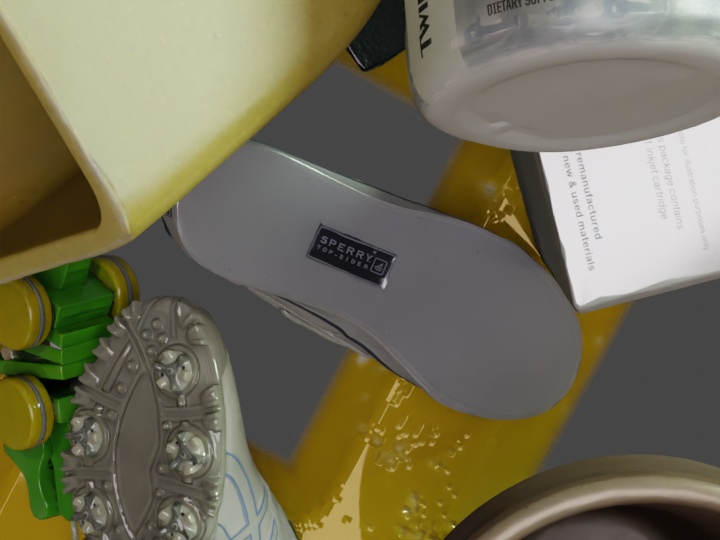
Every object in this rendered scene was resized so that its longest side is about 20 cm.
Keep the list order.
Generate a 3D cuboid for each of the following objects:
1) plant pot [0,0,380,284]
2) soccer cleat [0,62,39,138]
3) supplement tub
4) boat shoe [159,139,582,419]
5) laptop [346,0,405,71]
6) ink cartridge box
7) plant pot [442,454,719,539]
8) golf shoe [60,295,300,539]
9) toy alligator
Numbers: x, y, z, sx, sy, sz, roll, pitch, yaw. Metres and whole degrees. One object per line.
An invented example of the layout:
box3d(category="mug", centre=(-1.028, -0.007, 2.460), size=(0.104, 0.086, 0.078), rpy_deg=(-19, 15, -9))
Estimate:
box3d(category="plant pot", centre=(-0.096, -0.130, 0.827), size=(0.200, 0.195, 0.195), rpy_deg=(-36, 101, -30))
box3d(category="soccer cleat", centre=(-0.185, -0.036, 0.941), size=(0.077, 0.069, 0.200), rpy_deg=(40, 98, -2))
box3d(category="supplement tub", centre=(0.069, -0.150, 0.789), size=(0.121, 0.123, 0.202), rpy_deg=(-5, 76, 0))
box3d(category="boat shoe", centre=(0.000, 0.000, 0.949), size=(0.199, 0.066, 0.072), rpy_deg=(21, 95, -26))
box3d(category="laptop", centre=(0.051, -0.203, 0.898), size=(0.199, 0.103, 0.178), rpy_deg=(-30, 98, -10))
box3d(category="ink cartridge box", centre=(0.161, -0.056, 0.903), size=(0.198, 0.146, 0.085), rpy_deg=(-15, 98, 0))
box3d(category="plant pot", centre=(0.102, 0.159, 0.920), size=(0.198, 0.175, 0.202), rpy_deg=(0, 98, -1))
box3d(category="golf shoe", centre=(-0.065, 0.103, 0.957), size=(0.078, 0.097, 0.202), rpy_deg=(10, 107, 32))
box3d(category="toy alligator", centre=(-0.128, 0.057, 0.966), size=(0.054, 0.059, 0.202), rpy_deg=(14, 110, 41))
